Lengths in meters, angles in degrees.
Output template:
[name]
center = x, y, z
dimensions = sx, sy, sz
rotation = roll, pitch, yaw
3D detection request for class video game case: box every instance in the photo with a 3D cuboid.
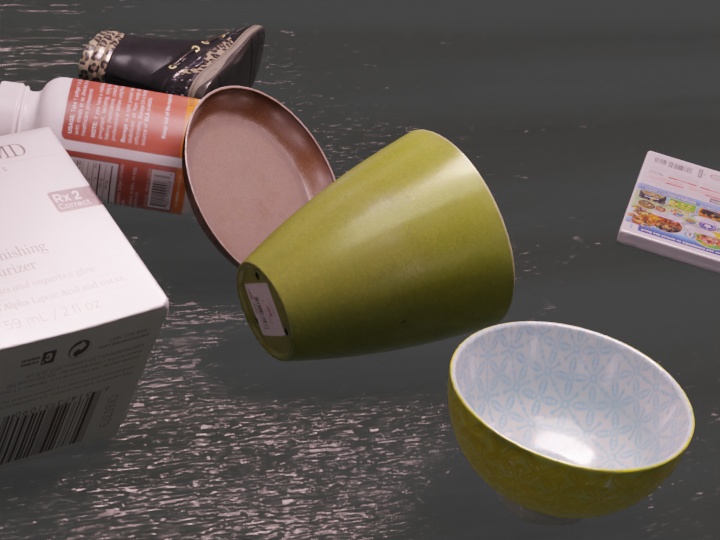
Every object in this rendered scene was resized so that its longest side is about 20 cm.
[video game case]
center = 0.355, -0.059, 2.050
dimensions = 0.143, 0.018, 0.200
rotation = 18, 31, 8

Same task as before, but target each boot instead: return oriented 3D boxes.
[boot]
center = -0.196, -0.229, 2.076
dimensions = 0.153, 0.074, 0.204
rotation = 16, 29, 11

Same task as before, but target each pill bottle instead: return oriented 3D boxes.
[pill bottle]
center = -0.246, -0.121, 1.840
dimensions = 0.199, 0.112, 0.112
rotation = 10, 31, -6

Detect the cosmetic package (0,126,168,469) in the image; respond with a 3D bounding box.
[cosmetic package]
center = -0.280, 0.025, 1.494
dimensions = 0.165, 0.165, 0.200
rotation = -15, 56, -38

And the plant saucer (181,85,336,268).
[plant saucer]
center = -0.095, -0.073, 1.800
dimensions = 0.200, 0.032, 0.201
rotation = 27, 50, -37

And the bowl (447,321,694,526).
[bowl]
center = 0.158, 0.140, 1.563
dimensions = 0.199, 0.108, 0.200
rotation = 10, 30, -6

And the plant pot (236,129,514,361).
[plant pot]
center = 0.000, 0.000, 1.697
dimensions = 0.200, 0.188, 0.187
rotation = -24, 45, -25
